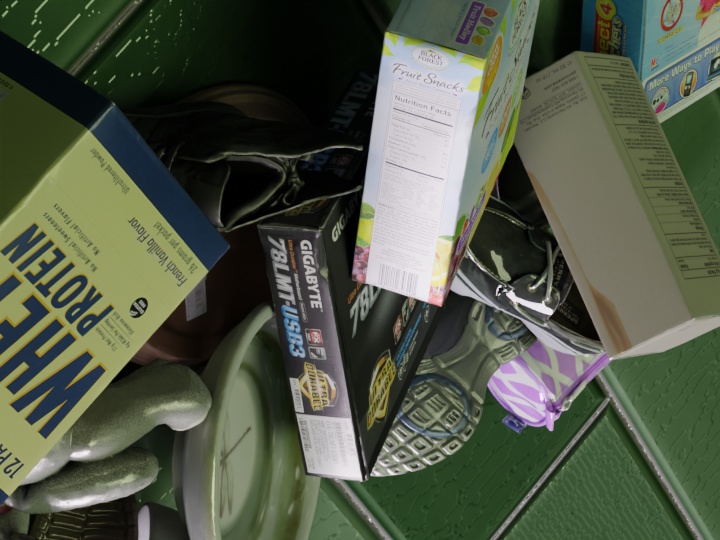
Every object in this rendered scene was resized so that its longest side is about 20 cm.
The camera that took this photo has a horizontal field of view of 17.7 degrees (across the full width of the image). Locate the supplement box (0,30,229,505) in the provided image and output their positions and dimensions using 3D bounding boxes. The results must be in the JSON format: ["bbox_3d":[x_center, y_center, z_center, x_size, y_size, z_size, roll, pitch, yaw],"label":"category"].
[{"bbox_3d":[-0.221,-0.014,1.231,0.200,0.200,0.134,-49,139,-10],"label":"supplement box"}]

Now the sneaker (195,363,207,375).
[{"bbox_3d":[-0.048,0.131,1.603,0.106,0.075,0.200,-30,132,-31],"label":"sneaker"}]

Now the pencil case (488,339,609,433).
[{"bbox_3d":[0.180,0.036,1.773,0.200,0.085,0.084,-42,140,-21],"label":"pencil case"}]

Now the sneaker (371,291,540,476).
[{"bbox_3d":[0.058,0.073,1.662,0.200,0.087,0.075,-45,104,-20],"label":"sneaker"}]

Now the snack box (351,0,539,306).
[{"bbox_3d":[0.057,-0.108,1.413,0.200,0.068,0.169,96,14,-44],"label":"snack box"}]

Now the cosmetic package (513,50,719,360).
[{"bbox_3d":[0.177,-0.044,1.578,0.071,0.200,0.105,-28,167,27],"label":"cosmetic package"}]

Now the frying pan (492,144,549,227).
[{"bbox_3d":[0.105,-0.062,1.653,0.190,0.031,0.115,-47,137,-30],"label":"frying pan"}]

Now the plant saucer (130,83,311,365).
[{"bbox_3d":[-0.093,-0.023,1.495,0.200,0.029,0.200,-26,132,-33],"label":"plant saucer"}]

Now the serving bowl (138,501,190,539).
[{"bbox_3d":[-0.126,0.253,1.503,0.066,0.200,0.200,10,111,-10],"label":"serving bowl"}]

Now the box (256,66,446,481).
[{"bbox_3d":[0.000,0.000,1.515,0.200,0.050,0.199,-61,151,-51],"label":"box"}]

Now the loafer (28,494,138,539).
[{"bbox_3d":[-0.194,0.216,1.512,0.076,0.067,0.200,11,92,-19],"label":"loafer"}]

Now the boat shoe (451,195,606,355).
[{"bbox_3d":[0.121,-0.001,1.590,0.200,0.071,0.072,31,72,-40],"label":"boat shoe"}]

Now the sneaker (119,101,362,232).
[{"bbox_3d":[-0.107,-0.059,1.366,0.200,0.104,0.060,-12,118,-24],"label":"sneaker"}]

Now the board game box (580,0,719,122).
[{"bbox_3d":[0.241,-0.224,1.678,0.200,0.056,0.196,-31,133,-40],"label":"board game box"}]

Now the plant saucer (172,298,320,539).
[{"bbox_3d":[-0.076,0.116,1.462,0.200,0.050,0.200,5,90,-72],"label":"plant saucer"}]

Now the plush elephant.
[{"bbox_3d":[-0.209,0.112,1.365,0.200,0.165,0.155,-50,173,-42],"label":"plush elephant"}]
